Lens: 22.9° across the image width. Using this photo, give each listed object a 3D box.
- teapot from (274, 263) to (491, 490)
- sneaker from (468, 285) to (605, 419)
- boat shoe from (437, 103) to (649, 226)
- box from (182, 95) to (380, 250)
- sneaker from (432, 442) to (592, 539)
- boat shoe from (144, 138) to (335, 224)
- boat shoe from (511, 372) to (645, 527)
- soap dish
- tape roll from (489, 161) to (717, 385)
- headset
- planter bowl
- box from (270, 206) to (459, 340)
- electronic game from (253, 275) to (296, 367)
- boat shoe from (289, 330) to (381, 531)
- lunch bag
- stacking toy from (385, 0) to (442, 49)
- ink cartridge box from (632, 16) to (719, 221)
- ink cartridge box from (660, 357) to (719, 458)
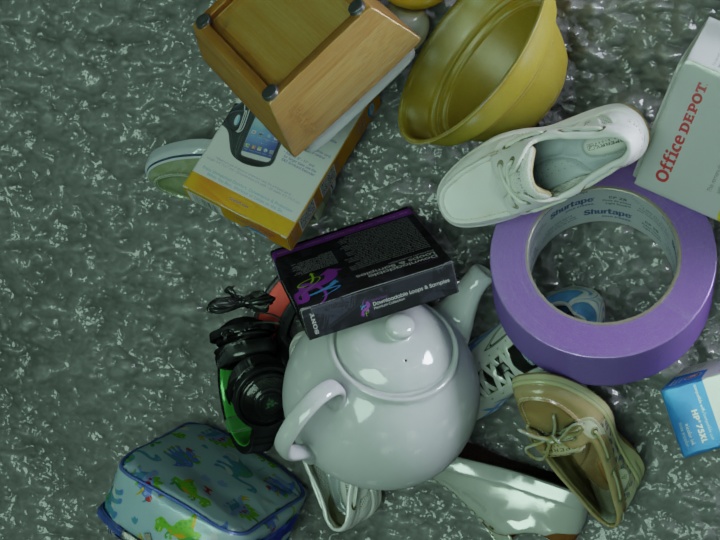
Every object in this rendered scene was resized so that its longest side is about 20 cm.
[{"bbox_3d":[0.021,0.094,1.617,0.197,0.200,0.146,5,142,-6],"label":"teapot"},{"bbox_3d":[0.145,0.082,1.685,0.200,0.072,0.072,-38,85,22],"label":"sneaker"},{"bbox_3d":[0.149,-0.087,1.529,0.200,0.069,0.071,-24,99,24],"label":"boat shoe"},{"bbox_3d":[-0.069,-0.131,1.714,0.119,0.041,0.200,27,73,15],"label":"box"},{"bbox_3d":[0.118,0.219,1.713,0.200,0.073,0.085,19,102,16],"label":"sneaker"},{"bbox_3d":[-0.124,-0.086,1.752,0.200,0.072,0.062,3,57,19],"label":"boat shoe"},{"bbox_3d":[0.199,0.162,1.619,0.073,0.063,0.200,-9,140,39],"label":"boat shoe"},{"bbox_3d":[-0.058,-0.216,1.650,0.157,0.081,0.200,-43,46,1],"label":"soap dish"},{"bbox_3d":[0.217,0.000,1.593,0.200,0.066,0.200,-3,64,6],"label":"tape roll"},{"bbox_3d":[-0.117,0.093,1.714,0.200,0.094,0.124,107,149,-43],"label":"headset"},{"bbox_3d":[0.129,-0.180,1.622,0.083,0.200,0.200,33,112,-24],"label":"planter bowl"},{"bbox_3d":[0.000,0.000,1.637,0.143,0.200,0.036,-18,107,-5],"label":"box"},{"bbox_3d":[-0.017,0.079,1.761,0.200,0.042,0.200,3,99,20],"label":"electronic game"},{"bbox_3d":[-0.031,0.158,1.727,0.071,0.069,0.200,-12,100,27],"label":"boat shoe"},{"bbox_3d":[-0.151,0.231,1.748,0.161,0.200,0.083,28,107,14],"label":"lunch bag"},{"bbox_3d":[0.055,-0.296,1.655,0.146,0.146,0.200,20,124,17],"label":"stacking toy"},{"bbox_3d":[0.357,-0.109,1.534,0.200,0.083,0.145,25,133,9],"label":"ink cartridge box"},{"bbox_3d":[0.380,0.099,1.575,0.200,0.116,0.067,-19,90,23],"label":"ink cartridge box"}]
